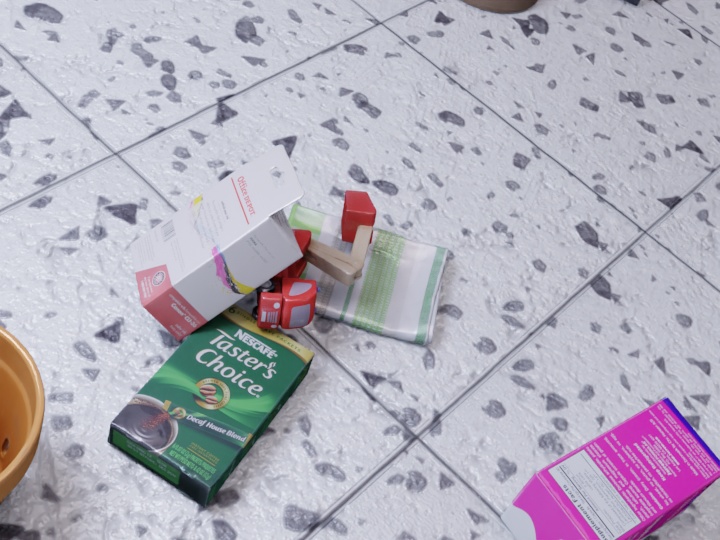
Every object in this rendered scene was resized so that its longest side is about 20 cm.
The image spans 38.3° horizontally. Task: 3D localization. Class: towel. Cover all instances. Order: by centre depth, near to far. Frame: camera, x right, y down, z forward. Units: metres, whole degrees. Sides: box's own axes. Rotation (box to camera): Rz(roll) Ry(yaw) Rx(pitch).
[{"bbox_3d":[0.000,0.000,1.213,0.200,0.031,0.149,18,48,-4],"label":"towel"}]

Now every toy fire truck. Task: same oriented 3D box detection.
[{"bbox_3d":[-0.048,-0.014,1.146,0.141,0.049,0.200,3,41,-9],"label":"toy fire truck"}]

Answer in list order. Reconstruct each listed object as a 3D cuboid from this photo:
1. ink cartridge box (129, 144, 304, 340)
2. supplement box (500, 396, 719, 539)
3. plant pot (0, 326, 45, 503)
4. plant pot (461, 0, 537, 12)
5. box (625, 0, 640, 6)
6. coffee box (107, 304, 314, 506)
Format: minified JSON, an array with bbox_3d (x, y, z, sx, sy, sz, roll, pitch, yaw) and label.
[{"bbox_3d":[-0.136,-0.032,1.079,0.200,0.068,0.117,-34,39,7],"label":"ink cartridge box"},{"bbox_3d":[0.259,0.228,1.062,0.200,0.101,0.103,-20,61,-30],"label":"supplement box"},{"bbox_3d":[-0.377,0.151,0.888,0.200,0.140,0.200,10,49,-11],"label":"plant pot"},{"bbox_3d":[0.225,-0.539,1.640,0.200,0.175,0.201,10,48,-11],"label":"plant pot"},{"bbox_3d":[0.464,-0.572,1.786,0.132,0.115,0.200,25,49,4],"label":"box"},{"bbox_3d":[-0.147,0.127,1.048,0.123,0.044,0.200,32,48,10],"label":"coffee box"}]
